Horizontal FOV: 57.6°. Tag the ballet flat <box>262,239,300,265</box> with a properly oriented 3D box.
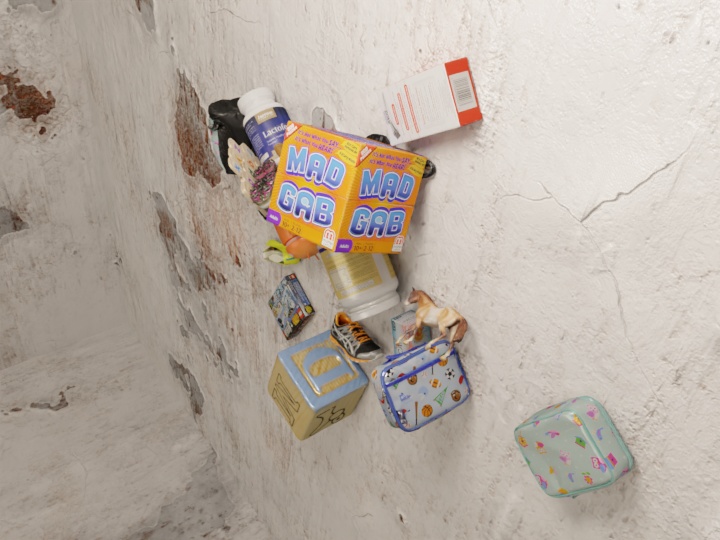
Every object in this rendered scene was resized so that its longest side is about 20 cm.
[{"bbox_3d":[-0.245,-0.049,1.898,0.200,0.067,0.067,13,120,53],"label":"ballet flat"}]

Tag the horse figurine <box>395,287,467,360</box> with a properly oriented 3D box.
[{"bbox_3d":[0.154,0.112,1.365,0.200,0.133,0.050,11,148,48],"label":"horse figurine"}]

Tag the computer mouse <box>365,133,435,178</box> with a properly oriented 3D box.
[{"bbox_3d":[0.079,-0.232,1.335,0.200,0.034,0.059,33,112,37],"label":"computer mouse"}]

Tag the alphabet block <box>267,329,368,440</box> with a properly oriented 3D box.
[{"bbox_3d":[-0.123,0.319,1.823,0.197,0.195,0.200,54,145,25],"label":"alphabet block"}]

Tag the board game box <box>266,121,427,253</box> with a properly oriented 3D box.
[{"bbox_3d":[-0.028,-0.159,1.276,0.199,0.200,0.201,26,107,38],"label":"board game box"}]

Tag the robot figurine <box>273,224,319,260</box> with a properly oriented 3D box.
[{"bbox_3d":[-0.161,-0.116,1.680,0.201,0.116,0.144,64,149,6],"label":"robot figurine"}]

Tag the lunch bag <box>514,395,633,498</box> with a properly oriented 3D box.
[{"bbox_3d":[0.377,0.322,1.173,0.161,0.077,0.200,59,148,11],"label":"lunch bag"}]

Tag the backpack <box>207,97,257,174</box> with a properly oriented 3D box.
[{"bbox_3d":[-0.331,-0.363,1.772,0.201,0.166,0.127,97,158,-43],"label":"backpack"}]

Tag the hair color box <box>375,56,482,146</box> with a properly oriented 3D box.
[{"bbox_3d":[0.121,-0.302,1.190,0.200,0.064,0.111,-1,109,55],"label":"hair color box"}]

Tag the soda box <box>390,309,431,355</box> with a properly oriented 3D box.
[{"bbox_3d":[0.122,0.196,1.496,0.068,0.063,0.201,23,126,49],"label":"soda box"}]

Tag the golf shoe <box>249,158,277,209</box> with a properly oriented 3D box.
[{"bbox_3d":[-0.200,-0.184,1.505,0.092,0.072,0.200,55,-165,-26],"label":"golf shoe"}]

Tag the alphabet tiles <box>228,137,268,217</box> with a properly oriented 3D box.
[{"bbox_3d":[-0.254,-0.218,1.564,0.196,0.015,0.200,46,-159,-40],"label":"alphabet tiles"}]

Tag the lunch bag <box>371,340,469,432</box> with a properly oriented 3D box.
[{"bbox_3d":[0.124,0.239,1.389,0.076,0.199,0.161,-9,102,67],"label":"lunch bag"}]

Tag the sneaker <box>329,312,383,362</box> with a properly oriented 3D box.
[{"bbox_3d":[-0.014,0.173,1.681,0.200,0.078,0.078,27,121,45],"label":"sneaker"}]

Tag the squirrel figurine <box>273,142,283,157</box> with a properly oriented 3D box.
[{"bbox_3d":[-0.106,-0.191,1.538,0.200,0.141,0.187,54,152,26],"label":"squirrel figurine"}]

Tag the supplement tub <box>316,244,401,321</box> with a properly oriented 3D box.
[{"bbox_3d":[0.000,0.000,1.481,0.145,0.145,0.201,-21,91,59],"label":"supplement tub"}]

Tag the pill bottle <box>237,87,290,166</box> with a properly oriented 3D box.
[{"bbox_3d":[-0.223,-0.346,1.633,0.201,0.115,0.116,63,148,6],"label":"pill bottle"}]

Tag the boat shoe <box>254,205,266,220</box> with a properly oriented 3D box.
[{"bbox_3d":[-0.237,-0.183,1.804,0.066,0.070,0.200,60,149,-2],"label":"boat shoe"}]

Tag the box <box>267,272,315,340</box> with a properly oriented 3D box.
[{"bbox_3d":[-0.211,0.112,1.971,0.137,0.040,0.200,61,148,13],"label":"box"}]
